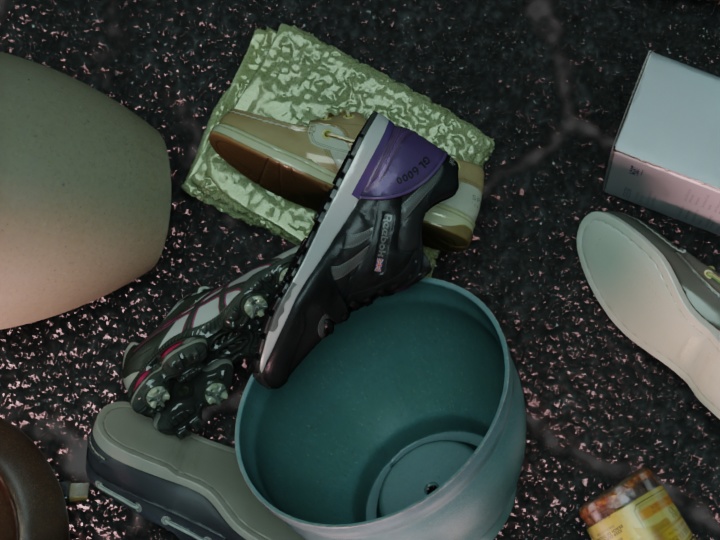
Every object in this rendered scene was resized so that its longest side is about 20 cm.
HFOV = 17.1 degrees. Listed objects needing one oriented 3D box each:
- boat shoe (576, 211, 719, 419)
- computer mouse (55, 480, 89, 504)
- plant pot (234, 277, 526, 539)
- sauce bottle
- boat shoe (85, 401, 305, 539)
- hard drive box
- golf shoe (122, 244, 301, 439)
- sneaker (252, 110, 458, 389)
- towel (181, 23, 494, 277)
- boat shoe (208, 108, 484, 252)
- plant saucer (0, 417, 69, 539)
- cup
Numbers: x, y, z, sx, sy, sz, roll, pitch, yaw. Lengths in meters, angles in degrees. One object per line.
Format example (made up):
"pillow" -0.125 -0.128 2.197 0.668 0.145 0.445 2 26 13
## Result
"boat shoe" 0.235 0.030 1.700 0.060 0.072 0.202 -25 63 -40
"computer mouse" -0.186 0.222 1.710 0.199 0.046 0.141 1 81 11
"plant pot" 0.031 0.124 1.642 0.199 0.134 0.201 -15 48 17
"sauce bottle" 0.228 0.236 1.671 0.066 0.066 0.201 -32 83 -1
"boat shoe" -0.108 0.167 1.713 0.199 0.073 0.063 30 128 1
"hard drive box" 0.275 -0.067 1.663 0.199 0.156 0.077 21 83 5
"golf shoe" -0.087 0.029 1.702 0.200 0.077 0.088 -34 37 -2
"sneaker" 0.000 0.000 1.617 0.087 0.076 0.201 28 91 -4
"towel" -0.016 -0.081 1.743 0.199 0.036 0.149 26 84 7
"boat shoe" -0.007 -0.076 1.693 0.199 0.074 0.067 22 73 2
"plant saucer" -0.304 0.194 1.701 0.199 0.034 0.202 -3 78 17
"cup" -0.215 -0.052 1.689 0.142 0.200 0.202 3 81 -22
